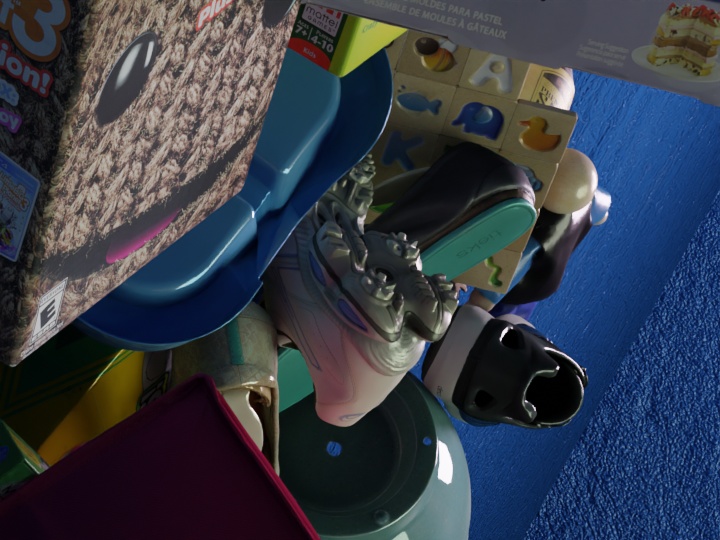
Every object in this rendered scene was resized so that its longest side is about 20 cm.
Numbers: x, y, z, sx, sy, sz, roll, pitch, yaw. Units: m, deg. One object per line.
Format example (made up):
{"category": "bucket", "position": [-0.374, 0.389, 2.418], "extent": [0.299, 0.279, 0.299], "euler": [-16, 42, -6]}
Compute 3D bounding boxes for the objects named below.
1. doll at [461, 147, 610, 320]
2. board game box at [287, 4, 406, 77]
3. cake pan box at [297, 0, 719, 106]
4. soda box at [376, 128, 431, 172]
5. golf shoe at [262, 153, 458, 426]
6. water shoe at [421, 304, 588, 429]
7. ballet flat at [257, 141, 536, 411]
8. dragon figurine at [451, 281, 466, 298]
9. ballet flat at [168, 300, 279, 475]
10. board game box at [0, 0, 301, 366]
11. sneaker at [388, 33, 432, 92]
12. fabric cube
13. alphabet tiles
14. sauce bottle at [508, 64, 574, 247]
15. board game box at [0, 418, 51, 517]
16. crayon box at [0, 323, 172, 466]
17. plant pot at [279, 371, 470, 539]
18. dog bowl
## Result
{"category": "doll", "position": [0.103, -0.004, 1.270], "extent": [0.136, 0.048, 0.200], "euler": [-36, 162, -35]}
{"category": "board game box", "position": [0.004, -0.162, 0.926], "extent": [0.200, 0.101, 0.048], "euler": [-40, 157, -52]}
{"category": "cake pan box", "position": [0.063, -0.158, 0.853], "extent": [0.184, 0.199, 0.052], "euler": [-83, -172, -53]}
{"category": "soda box", "position": [0.056, -0.138, 1.161], "extent": [0.068, 0.064, 0.200], "euler": [-3, -131, 58]}
{"category": "golf shoe", "position": [-0.031, -0.010, 1.006], "extent": [0.078, 0.200, 0.097], "euler": [8, 127, -31]}
{"category": "water shoe", "position": [0.092, 0.070, 1.190], "extent": [0.072, 0.079, 0.200], "euler": [-63, 163, 4]}
{"category": "ballet flat", "position": [0.000, 0.000, 1.074], "extent": [0.200, 0.073, 0.073], "euler": [-36, 167, 5]}
{"category": "dragon figurine", "position": [0.012, -0.027, 1.316], "extent": [0.059, 0.099, 0.200], "euler": [-46, 135, -40]}
{"category": "ballet flat", "position": [-0.071, 0.091, 1.021], "extent": [0.067, 0.062, 0.200], "euler": [-10, 144, -9]}
{"category": "board game box", "position": [-0.098, -0.096, 0.729], "extent": [0.159, 0.097, 0.200], "euler": [-43, 159, -48]}
{"category": "sneaker", "position": [0.049, -0.183, 1.061], "extent": [0.078, 0.090, 0.200], "euler": [-30, 148, -62]}
{"category": "fabric cube", "position": [-0.078, 0.206, 0.889], "extent": [0.200, 0.196, 0.200], "euler": [-32, 144, -9]}
{"category": "alphabet tiles", "position": [0.018, -0.054, 1.101], "extent": [0.006, 0.166, 0.200], "euler": [-82, -172, -47]}
{"category": "sauce bottle", "position": [0.091, -0.098, 1.197], "extent": [0.066, 0.066, 0.200], "euler": [101, 10, -55]}
{"category": "board game box", "position": [-0.173, 0.157, 0.942], "extent": [0.134, 0.029, 0.200], "euler": [-37, 147, -4]}
{"category": "crayon box", "position": [-0.126, 0.062, 1.036], "extent": [0.173, 0.058, 0.200], "euler": [-53, 165, -22]}
{"category": "plant pot", "position": [-0.022, 0.122, 1.195], "extent": [0.200, 0.200, 0.134], "euler": [-51, 170, -27]}
{"category": "dog bowl", "position": [-0.070, -0.047, 0.917], "extent": [0.200, 0.111, 0.050], "euler": [-53, 179, -23]}
